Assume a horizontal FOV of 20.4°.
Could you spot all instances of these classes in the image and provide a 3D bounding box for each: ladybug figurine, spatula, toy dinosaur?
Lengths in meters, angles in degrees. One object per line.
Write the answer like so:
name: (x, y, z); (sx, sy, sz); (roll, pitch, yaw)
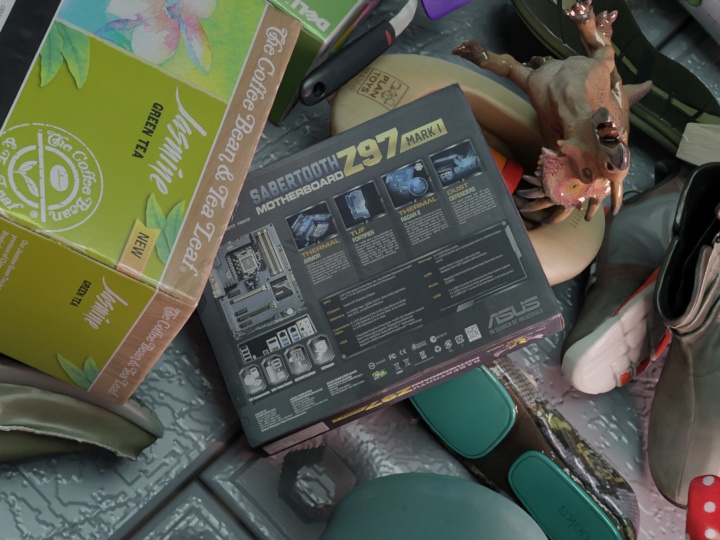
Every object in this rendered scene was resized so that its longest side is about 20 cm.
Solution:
ladybug figurine: (0.061, -0.058, 1.279); (0.200, 0.072, 0.136); (36, 57, -2)
spatula: (0.023, -0.160, 1.263); (0.021, 0.057, 0.200); (10, 40, 36)
toy dinosaur: (0.136, -0.085, 1.226); (0.200, 0.086, 0.136); (6, 61, -66)

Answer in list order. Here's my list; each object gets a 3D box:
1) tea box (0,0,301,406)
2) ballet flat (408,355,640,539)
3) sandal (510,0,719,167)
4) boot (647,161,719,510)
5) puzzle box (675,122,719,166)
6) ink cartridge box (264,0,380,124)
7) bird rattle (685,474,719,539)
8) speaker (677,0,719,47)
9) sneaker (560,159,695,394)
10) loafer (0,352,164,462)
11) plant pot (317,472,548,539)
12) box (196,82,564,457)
tea box: (-0.163, -0.071, 1.066); (0.196, 0.134, 0.200); (25, 55, -12)
ballet flat: (0.098, 0.101, 1.228); (0.200, 0.072, 0.072); (48, 58, 6)
sandal: (0.169, -0.137, 1.376); (0.201, 0.057, 0.080); (43, 50, -15)
boot: (0.203, 0.041, 1.230); (0.068, 0.131, 0.201); (10, 79, 28)
puzzle box: (0.320, -0.052, 1.313); (0.200, 0.025, 0.133); (24, 14, 27)
ink cartridge box: (-0.035, -0.163, 1.274); (0.059, 0.104, 0.200); (37, 57, 0)
bird rattle: (0.176, 0.215, 1.142); (0.163, 0.113, 0.201); (5, 85, 2)
speaker: (0.245, -0.234, 1.434); (0.200, 0.088, 0.088); (47, 58, 5)
sneaker: (0.175, 0.000, 1.312); (0.082, 0.077, 0.200); (27, 53, 25)
loafer: (-0.209, 0.077, 1.115); (0.199, 0.075, 0.070); (16, 92, -15)
plant pot: (0.027, 0.219, 1.067); (0.200, 0.200, 0.188); (27, 43, -7)
box: (0.000, 0.000, 1.186); (0.200, 0.051, 0.158); (-24, 75, 1)
